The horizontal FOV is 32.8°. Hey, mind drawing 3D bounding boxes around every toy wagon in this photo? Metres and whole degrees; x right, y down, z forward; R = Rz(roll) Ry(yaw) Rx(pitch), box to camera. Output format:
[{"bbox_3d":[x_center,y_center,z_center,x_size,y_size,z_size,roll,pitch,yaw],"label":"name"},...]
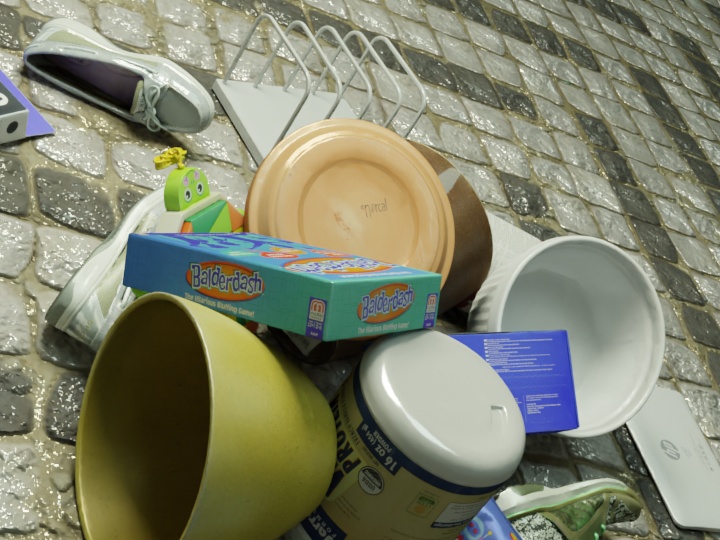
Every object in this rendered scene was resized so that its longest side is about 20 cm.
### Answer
[{"bbox_3d":[-0.138,-0.005,1.048,0.039,0.203,0.155,3,21,26],"label":"toy wagon"}]

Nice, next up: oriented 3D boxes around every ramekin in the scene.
[{"bbox_3d":[0.202,0.069,1.259,0.197,0.105,0.204,2,85,-21],"label":"ramekin"}]

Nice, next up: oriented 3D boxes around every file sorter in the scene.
[{"bbox_3d":[-0.041,-0.204,1.423,0.198,0.125,0.140,0,48,-44],"label":"file sorter"}]

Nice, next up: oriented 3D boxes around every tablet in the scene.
[{"bbox_3d":[0.363,0.210,1.392,0.129,0.014,0.201,13,40,-32],"label":"tablet"}]

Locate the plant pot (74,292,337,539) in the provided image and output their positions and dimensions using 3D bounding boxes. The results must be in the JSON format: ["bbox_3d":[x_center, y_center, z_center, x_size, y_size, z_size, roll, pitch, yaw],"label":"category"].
[{"bbox_3d":[-0.102,0.128,0.893,0.141,0.201,0.201,12,40,-37],"label":"plant pot"}]

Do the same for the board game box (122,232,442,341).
[{"bbox_3d":[-0.059,0.008,0.941,0.198,0.046,0.151,13,9,32],"label":"board game box"}]

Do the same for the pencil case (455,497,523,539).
[{"bbox_3d":[0.101,0.236,1.049,0.201,0.087,0.078,53,20,22],"label":"pencil case"}]

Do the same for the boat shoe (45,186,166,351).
[{"bbox_3d":[-0.198,-0.004,1.068,0.065,0.074,0.203,39,36,-6],"label":"boat shoe"}]

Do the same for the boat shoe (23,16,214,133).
[{"bbox_3d":[-0.249,-0.192,1.266,0.200,0.075,0.065,28,39,-6],"label":"boat shoe"}]

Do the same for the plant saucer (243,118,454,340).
[{"bbox_3d":[-0.005,-0.040,1.093,0.197,0.032,0.204,5,76,-20],"label":"plant saucer"}]

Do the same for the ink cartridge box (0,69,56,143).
[{"bbox_3d":[-0.407,-0.191,1.140,0.198,0.044,0.199,45,33,13],"label":"ink cartridge box"}]

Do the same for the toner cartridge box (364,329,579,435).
[{"bbox_3d":[0.104,0.107,1.127,0.197,0.043,0.097,0,77,-25],"label":"toner cartridge box"}]

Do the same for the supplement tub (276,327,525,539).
[{"bbox_3d":[0.022,0.160,0.960,0.143,0.201,0.145,24,33,-17],"label":"supplement tub"}]

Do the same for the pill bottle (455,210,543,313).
[{"bbox_3d":[0.123,-0.012,1.351,0.198,0.110,0.110,26,34,-15],"label":"pill bottle"}]

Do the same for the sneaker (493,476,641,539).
[{"bbox_3d":[0.192,0.250,1.145,0.198,0.077,0.090,2,59,-34],"label":"sneaker"}]

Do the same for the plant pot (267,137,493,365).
[{"bbox_3d":[0.000,0.000,1.186,0.187,0.188,0.200,42,50,9],"label":"plant pot"}]
